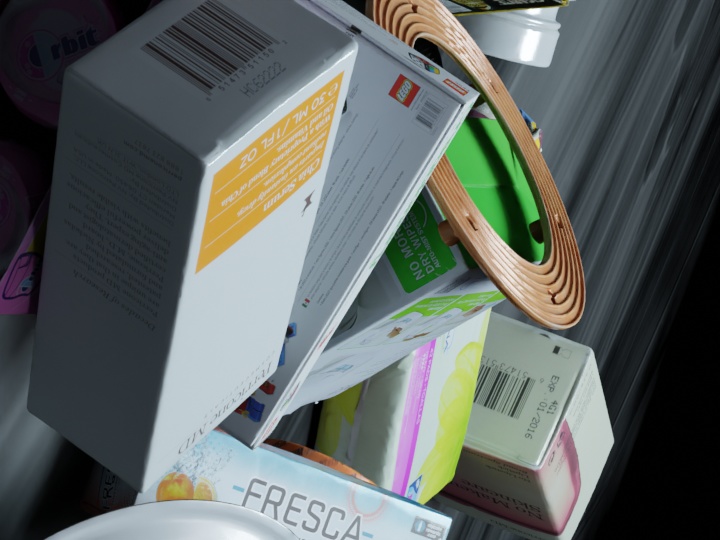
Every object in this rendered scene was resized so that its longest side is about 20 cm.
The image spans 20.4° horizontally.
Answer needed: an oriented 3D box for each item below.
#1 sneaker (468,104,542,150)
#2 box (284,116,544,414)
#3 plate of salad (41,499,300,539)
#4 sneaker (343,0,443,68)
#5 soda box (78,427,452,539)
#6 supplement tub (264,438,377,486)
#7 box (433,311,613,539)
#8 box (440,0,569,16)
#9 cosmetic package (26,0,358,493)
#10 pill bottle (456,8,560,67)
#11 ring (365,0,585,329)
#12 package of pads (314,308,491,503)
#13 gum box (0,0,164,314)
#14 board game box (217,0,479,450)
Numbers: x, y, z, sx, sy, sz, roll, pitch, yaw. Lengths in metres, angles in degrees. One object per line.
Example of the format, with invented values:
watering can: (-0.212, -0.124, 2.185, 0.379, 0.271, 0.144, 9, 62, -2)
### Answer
sneaker: (0.108, -0.069, 1.474, 0.091, 0.074, 0.200, -64, 160, -5)
box: (0.000, 0.000, 1.088, 0.176, 0.097, 0.200, -30, 172, 21)
plate of salad: (-0.118, 0.183, 1.024, 0.198, 0.048, 0.201, -13, 134, -14)
sneaker: (-0.007, -0.175, 1.115, 0.115, 0.075, 0.202, -139, -140, -73)
soda box: (-0.050, 0.132, 1.097, 0.199, 0.063, 0.069, 24, 84, -32)
supplement tub: (-0.062, 0.211, 1.202, 0.201, 0.122, 0.123, -65, 159, -19)
box: (0.117, 0.126, 1.591, 0.110, 0.127, 0.200, -64, 158, -19)
box: (0.093, -0.247, 1.118, 0.160, 0.049, 0.202, 11, -97, 70)
cosmetic package: (-0.073, -0.014, 0.818, 0.101, 0.071, 0.201, -43, 159, -39)
pill bottle: (0.107, -0.237, 1.270, 0.111, 0.110, 0.202, -11, 118, -67)
ring: (0.056, -0.058, 1.017, 0.201, 0.019, 0.201, 48, 25, -32)
package of pads: (0.031, 0.080, 1.409, 0.154, 0.068, 0.202, -31, 137, -60)
gum box: (-0.106, -0.082, 0.842, 0.201, 0.066, 0.113, -60, 162, 9)
board game box: (-0.049, -0.032, 0.929, 0.201, 0.126, 0.035, -58, 174, 21)
